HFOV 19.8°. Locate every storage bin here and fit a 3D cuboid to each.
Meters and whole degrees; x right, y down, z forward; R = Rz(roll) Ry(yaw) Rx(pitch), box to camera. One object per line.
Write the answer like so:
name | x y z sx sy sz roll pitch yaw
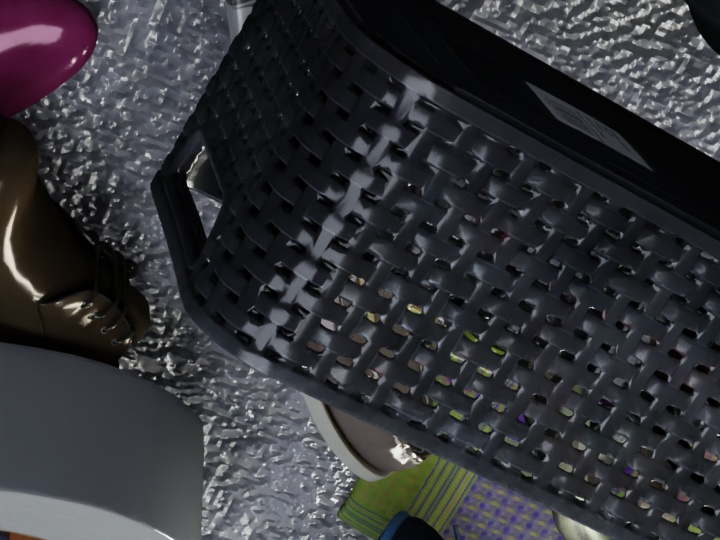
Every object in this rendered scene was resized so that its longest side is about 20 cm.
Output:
storage bin | 0.049 -0.004 0.617 0.199 0.135 0.094 27 105 -21

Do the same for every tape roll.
tape roll | -0.168 0.099 0.908 0.199 0.066 0.200 1 155 1

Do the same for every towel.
towel | 0.101 0.109 0.941 0.199 0.023 0.144 23 129 -5

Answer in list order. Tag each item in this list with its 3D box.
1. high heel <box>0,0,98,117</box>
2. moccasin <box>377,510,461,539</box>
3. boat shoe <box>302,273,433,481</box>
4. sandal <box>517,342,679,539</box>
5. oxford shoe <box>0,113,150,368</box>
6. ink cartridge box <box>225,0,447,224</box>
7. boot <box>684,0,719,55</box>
high heel | -0.200 -0.057 0.826 0.199 0.096 0.068 -16 123 23
moccasin | 0.035 0.168 0.945 0.068 0.081 0.200 29 160 18
boat shoe | 0.000 0.000 0.845 0.059 0.072 0.201 -9 117 19
sandal | 0.108 0.091 0.873 0.057 0.080 0.201 -18 130 4
oxford shoe | -0.129 -0.003 0.860 0.084 0.073 0.200 5 151 1
ink cartridge box | -0.016 -0.124 0.695 0.067 0.116 0.201 -8 114 -3
boot | 0.193 -0.032 0.653 0.197 0.074 0.163 10 139 12
